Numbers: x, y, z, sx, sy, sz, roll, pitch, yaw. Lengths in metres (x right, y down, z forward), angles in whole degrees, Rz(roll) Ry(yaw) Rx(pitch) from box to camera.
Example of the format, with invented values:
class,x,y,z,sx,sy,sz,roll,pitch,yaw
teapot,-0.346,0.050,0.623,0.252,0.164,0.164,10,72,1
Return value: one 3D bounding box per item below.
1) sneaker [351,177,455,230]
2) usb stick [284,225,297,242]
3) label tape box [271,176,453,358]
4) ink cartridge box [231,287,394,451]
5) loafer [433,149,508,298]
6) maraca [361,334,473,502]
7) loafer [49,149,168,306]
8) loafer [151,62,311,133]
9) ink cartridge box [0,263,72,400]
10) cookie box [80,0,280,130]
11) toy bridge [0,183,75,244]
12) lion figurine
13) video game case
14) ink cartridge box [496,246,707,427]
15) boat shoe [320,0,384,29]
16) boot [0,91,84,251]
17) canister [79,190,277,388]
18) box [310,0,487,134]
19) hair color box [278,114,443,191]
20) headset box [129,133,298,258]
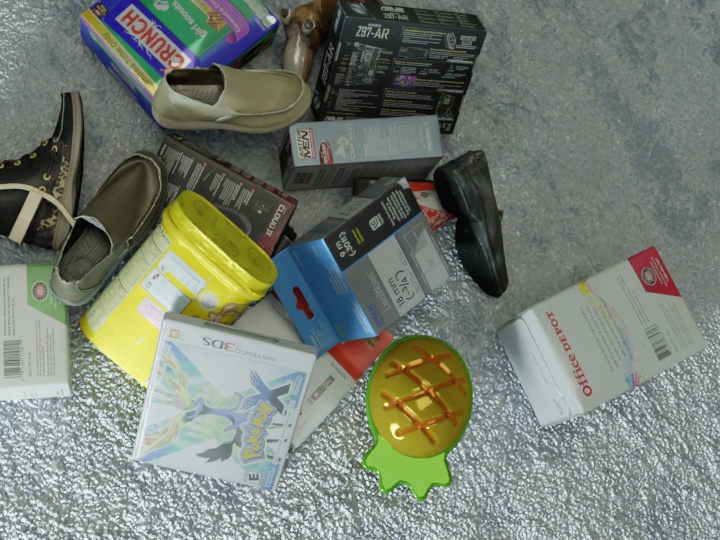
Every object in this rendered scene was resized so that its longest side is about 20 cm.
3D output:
class,x,y,z,sx,sy,sz,roll,pitch,yaw
sneaker,0.076,-0.064,1.438,0.198,0.067,0.110,0,97,-28
usb stick,-0.176,-0.077,1.396,0.198,0.033,0.056,29,65,-4
label tape box,0.000,0.000,1.332,0.199,0.063,0.145,-37,111,-19
ink cartridge box,-0.073,0.096,1.366,0.163,0.057,0.200,44,75,2
loafer,0.161,-0.059,1.412,0.072,0.072,0.202,-34,122,-25
maraca,0.069,0.178,1.344,0.135,0.107,0.203,12,73,-2
loafer,-0.285,-0.051,1.248,0.074,0.070,0.202,29,78,-3
loafer,-0.156,-0.212,1.329,0.196,0.069,0.077,-8,64,-10
ink cartridge box,-0.439,0.075,1.267,0.196,0.084,0.147,-3,76,-14
cookie box,-0.234,-0.313,1.421,0.200,0.075,0.171,-42,89,-18
toy bridge,-0.392,-0.065,1.285,0.198,0.027,0.068,26,88,-11
lion figurine,-0.082,-0.270,1.443,0.071,0.122,0.203,20,88,8
video game case,-0.160,0.156,1.275,0.179,0.022,0.202,14,116,-9
ink cartridge box,0.303,0.088,1.401,0.198,0.145,0.147,-23,81,-17
boat shoe,0.012,-0.322,1.441,0.069,0.200,0.071,-5,59,28
boot,-0.416,-0.128,1.334,0.148,0.073,0.204,6,83,-12
canister,-0.215,0.030,1.274,0.148,0.087,0.200,41,108,-9
box,0.048,-0.259,1.416,0.197,0.162,0.044,0,41,-21
hair color box,-0.002,-0.152,1.419,0.197,0.099,0.062,-6,77,-14
headset box,-0.178,-0.054,1.338,0.198,0.075,0.150,27,98,-4
